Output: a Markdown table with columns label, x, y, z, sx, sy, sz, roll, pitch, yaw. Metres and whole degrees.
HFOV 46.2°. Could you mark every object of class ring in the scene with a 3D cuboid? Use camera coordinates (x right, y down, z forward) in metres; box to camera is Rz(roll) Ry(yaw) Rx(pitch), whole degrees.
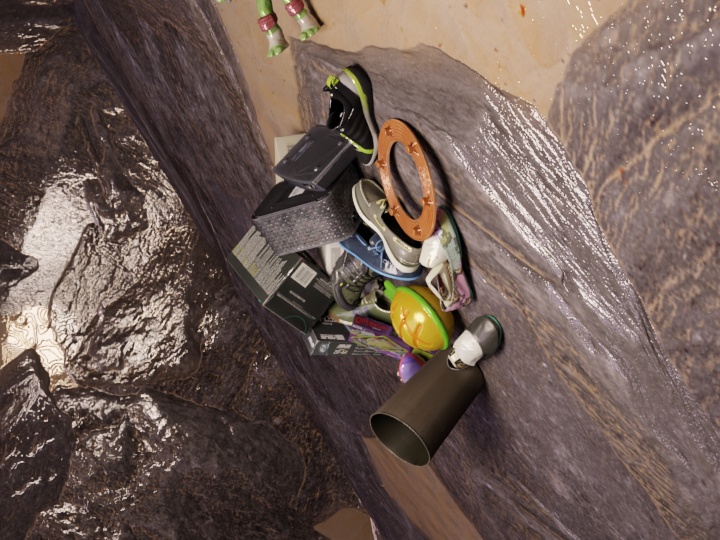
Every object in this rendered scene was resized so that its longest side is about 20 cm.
| label | x | y | z | sx | sy | sz | roll | pitch | yaw |
| --- | --- | --- | --- | --- | --- | --- | --- | --- | --- |
| ring | 0.069 | -0.144 | 1.365 | 0.200 | 0.019 | 0.203 | 163 | 90 | -72 |

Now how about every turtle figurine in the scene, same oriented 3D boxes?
| label | x | y | z | sx | sy | sz | roll | pitch | yaw |
| --- | --- | --- | --- | --- | --- | --- | --- | --- | --- |
| turtle figurine | -0.153 | -0.443 | 1.334 | 0.195 | 0.143 | 0.200 | 60 | 167 | -21 |

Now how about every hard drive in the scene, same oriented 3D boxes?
| label | x | y | z | sx | sy | sz | roll | pitch | yaw |
| --- | --- | --- | --- | --- | --- | --- | --- | --- | --- |
| hard drive | -0.080 | -0.207 | 1.569 | 0.042 | 0.135 | 0.200 | 47 | 169 | -28 |

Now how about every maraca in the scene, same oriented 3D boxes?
| label | x | y | z | sx | sy | sz | roll | pitch | yaw |
| --- | --- | --- | --- | --- | --- | --- | --- | --- | --- |
| maraca | 0.105 | 0.083 | 1.590 | 0.200 | 0.106 | 0.138 | 28 | 147 | 59 |

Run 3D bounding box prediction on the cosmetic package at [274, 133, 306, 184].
| label | x | y | z | sx | sy | sz | roll | pitch | yaw |
| --- | --- | --- | --- | --- | --- | --- | --- | --- | --- |
| cosmetic package | -0.139 | -0.183 | 1.787 | 0.201 | 0.072 | 0.104 | 97 | 162 | -55 |

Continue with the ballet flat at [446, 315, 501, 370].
| label | x | y | z | sx | sy | sz | roll | pitch | yaw |
| --- | --- | --- | --- | --- | --- | --- | --- | --- | --- |
| ballet flat | 0.197 | 0.141 | 1.500 | 0.068 | 0.068 | 0.200 | 54 | 162 | 15 |

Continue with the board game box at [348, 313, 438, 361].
| label | x | y | z | sx | sy | sz | roll | pitch | yaw |
| --- | --- | --- | --- | --- | --- | --- | --- | --- | --- |
| board game box | 0.074 | 0.152 | 1.752 | 0.198 | 0.033 | 0.120 | 20 | 154 | 3 |

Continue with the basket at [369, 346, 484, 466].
| label | x | y | z | sx | sy | sz | roll | pitch | yaw |
| --- | --- | --- | --- | --- | --- | --- | --- | --- | --- |
| basket | 0.136 | 0.253 | 1.610 | 0.136 | 0.200 | 0.180 | 47 | 156 | -2 |

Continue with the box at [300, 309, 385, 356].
| label | x | y | z | sx | sy | sz | roll | pitch | yaw |
| --- | --- | --- | --- | --- | --- | --- | --- | --- | --- |
| box | -0.045 | 0.118 | 1.879 | 0.044 | 0.198 | 0.161 | -61 | 39 | 33 |

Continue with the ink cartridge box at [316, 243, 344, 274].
| label | x | y | z | sx | sy | sz | roll | pitch | yaw |
| --- | --- | --- | --- | --- | --- | --- | --- | --- | --- |
| ink cartridge box | -0.071 | -0.105 | 1.803 | 0.200 | 0.049 | 0.163 | -114 | 22 | -63 |

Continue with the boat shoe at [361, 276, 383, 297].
| label | x | y | z | sx | sy | sz | roll | pitch | yaw |
| --- | --- | --- | --- | --- | --- | --- | --- | --- | --- |
| boat shoe | 0.018 | 0.028 | 1.828 | 0.069 | 0.071 | 0.202 | 7 | 128 | 32 |

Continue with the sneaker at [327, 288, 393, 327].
| label | x | y | z | sx | sy | sz | roll | pitch | yaw |
| --- | --- | --- | --- | --- | --- | --- | --- | --- | --- |
| sneaker | 0.023 | 0.073 | 1.780 | 0.198 | 0.067 | 0.091 | 13 | 127 | 21 |

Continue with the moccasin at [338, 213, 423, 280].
| label | x | y | z | sx | sy | sz | roll | pitch | yaw |
| --- | --- | --- | --- | --- | --- | --- | --- | --- | --- |
| moccasin | 0.031 | -0.046 | 1.584 | 0.199 | 0.080 | 0.069 | 26 | 126 | 28 |

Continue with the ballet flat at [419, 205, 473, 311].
| label | x | y | z | sx | sy | sz | roll | pitch | yaw |
| --- | --- | --- | --- | --- | --- | --- | --- | --- | --- |
| ballet flat | 0.136 | -0.009 | 1.402 | 0.069 | 0.071 | 0.202 | 38 | 154 | 50 |

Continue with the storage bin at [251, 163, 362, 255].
| label | x | y | z | sx | sy | sz | roll | pitch | yaw |
| --- | --- | --- | --- | --- | --- | --- | --- | --- | --- |
| storage bin | -0.092 | -0.119 | 1.603 | 0.198 | 0.136 | 0.094 | -11 | 124 | 36 |

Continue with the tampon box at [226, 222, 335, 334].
| label | x | y | z | sx | sy | sz | roll | pitch | yaw |
| --- | --- | --- | --- | --- | --- | --- | --- | --- | --- |
| tampon box | -0.163 | 0.008 | 1.793 | 0.150 | 0.127 | 0.200 | 38 | -176 | -43 |

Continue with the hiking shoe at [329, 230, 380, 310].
| label | x | y | z | sx | sy | sz | roll | pitch | yaw |
| --- | --- | --- | --- | --- | --- | --- | --- | --- | --- |
| hiking shoe | 0.000 | 0.000 | 1.696 | 0.100 | 0.075 | 0.202 | 33 | 123 | 42 |

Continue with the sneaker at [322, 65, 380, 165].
| label | x | y | z | sx | sy | sz | roll | pitch | yaw |
| --- | --- | --- | --- | --- | --- | --- | --- | --- | --- |
| sneaker | -0.024 | -0.250 | 1.407 | 0.072 | 0.082 | 0.201 | 43 | 158 | 39 |

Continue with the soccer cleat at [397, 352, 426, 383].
| label | x | y | z | sx | sy | sz | roll | pitch | yaw |
| --- | --- | --- | --- | --- | --- | --- | --- | --- | --- |
| soccer cleat | 0.141 | 0.222 | 1.730 | 0.076 | 0.067 | 0.200 | 9 | 158 | 32 |

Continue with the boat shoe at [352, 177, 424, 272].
| label | x | y | z | sx | sy | sz | roll | pitch | yaw |
| --- | --- | --- | --- | --- | --- | --- | --- | --- | --- |
| boat shoe | 0.053 | -0.093 | 1.500 | 0.203 | 0.071 | 0.060 | 58 | 144 | 24 |
